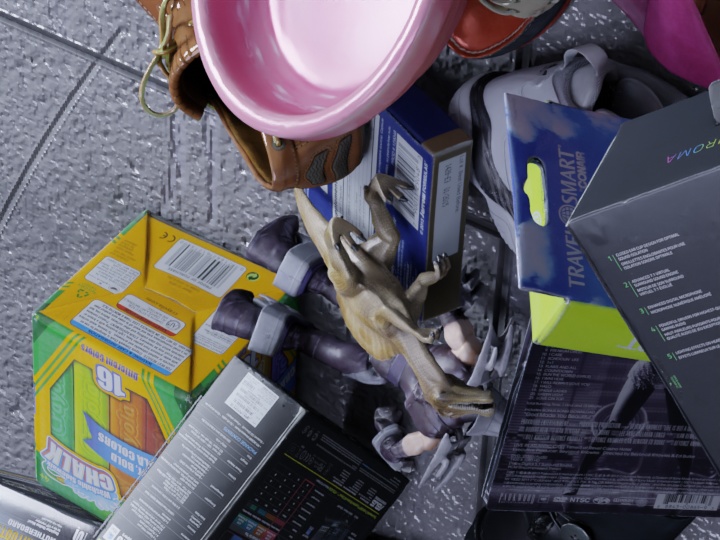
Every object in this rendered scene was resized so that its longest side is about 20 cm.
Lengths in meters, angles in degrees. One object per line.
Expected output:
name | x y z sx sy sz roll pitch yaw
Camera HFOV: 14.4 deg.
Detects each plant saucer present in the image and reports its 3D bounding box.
plant saucer | -0.008 -0.164 1.464 0.201 0.051 0.201 -11 75 47

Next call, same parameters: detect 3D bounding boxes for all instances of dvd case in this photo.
dvd case | 0.156 0.051 1.512 0.149 0.016 0.200 3 127 -13

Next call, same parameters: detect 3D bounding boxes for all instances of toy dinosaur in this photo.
toy dinosaur | 0.000 0.000 1.528 0.200 0.058 0.101 52 152 29

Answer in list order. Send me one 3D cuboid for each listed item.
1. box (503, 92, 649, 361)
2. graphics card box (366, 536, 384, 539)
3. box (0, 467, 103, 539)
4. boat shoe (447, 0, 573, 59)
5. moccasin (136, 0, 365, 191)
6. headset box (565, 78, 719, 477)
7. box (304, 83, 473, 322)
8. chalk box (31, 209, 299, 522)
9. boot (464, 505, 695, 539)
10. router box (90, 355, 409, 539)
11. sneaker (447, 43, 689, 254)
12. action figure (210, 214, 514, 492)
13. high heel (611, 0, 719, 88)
box | 0.158 -0.012 1.393 0.200 0.122 0.048 10 144 -18
graphics card box | 0.054 0.271 1.855 0.125 0.051 0.200 12 130 33
box | -0.194 0.176 1.889 0.158 0.048 0.200 19 177 26
boat shoe | 0.084 -0.166 1.442 0.071 0.063 0.200 40 141 2
moccasin | -0.078 -0.113 1.564 0.201 0.078 0.074 53 152 29
headset box | 0.213 -0.001 1.258 0.174 0.093 0.200 -21 112 34
box | -0.008 -0.077 1.583 0.200 0.032 0.121 45 147 37
chalk box | -0.122 0.089 1.788 0.125 0.124 0.200 25 137 22
boot | 0.161 0.175 1.660 0.200 0.076 0.168 44 145 9
router box | -0.065 0.148 1.702 0.062 0.150 0.200 36 178 25
sneaker | 0.137 -0.030 1.504 0.115 0.075 0.200 -24 103 51
action figure | 0.017 0.044 1.656 0.200 0.069 0.130 31 103 18
high heel | 0.174 -0.167 1.361 0.096 0.067 0.200 43 156 16
